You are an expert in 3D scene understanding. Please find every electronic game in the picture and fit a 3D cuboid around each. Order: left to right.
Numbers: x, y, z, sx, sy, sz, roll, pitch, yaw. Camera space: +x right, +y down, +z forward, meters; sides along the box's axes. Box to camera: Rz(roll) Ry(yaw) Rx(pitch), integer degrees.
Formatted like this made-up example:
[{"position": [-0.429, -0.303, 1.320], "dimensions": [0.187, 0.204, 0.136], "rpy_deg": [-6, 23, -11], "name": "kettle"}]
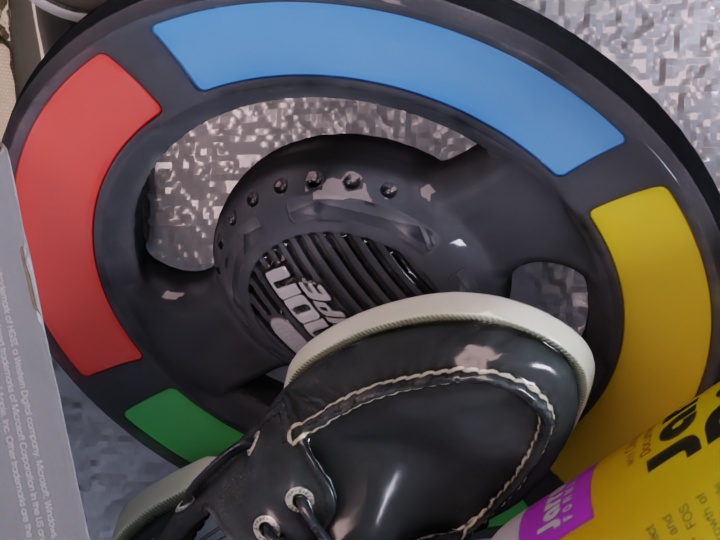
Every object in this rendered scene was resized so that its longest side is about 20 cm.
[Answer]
[{"position": [0.000, 0.000, 0.713], "dimensions": [0.200, 0.200, 0.042], "rpy_deg": [-8, 40, 25], "name": "electronic game"}]

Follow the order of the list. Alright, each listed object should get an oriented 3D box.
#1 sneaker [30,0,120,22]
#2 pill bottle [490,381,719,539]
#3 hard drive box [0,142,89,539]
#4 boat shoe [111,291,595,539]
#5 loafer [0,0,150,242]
[{"position": [-0.008, -0.123, 0.657], "dimensions": [0.200, 0.082, 0.077], "rpy_deg": [-25, 89, 11], "name": "sneaker"}, {"position": [0.100, 0.084, 0.684], "dimensions": [0.200, 0.104, 0.104], "rpy_deg": [-35, 71, 18], "name": "pill bottle"}, {"position": [-0.135, 0.071, 0.750], "dimensions": [0.077, 0.200, 0.156], "rpy_deg": [-8, 77, -19], "name": "hard drive box"}, {"position": [-0.012, 0.071, 0.716], "dimensions": [0.199, 0.074, 0.066], "rpy_deg": [-30, 34, 44], "name": "boat shoe"}, {"position": [-0.111, -0.089, 0.819], "dimensions": [0.070, 0.075, 0.200], "rpy_deg": [-6, 82, 20], "name": "loafer"}]
